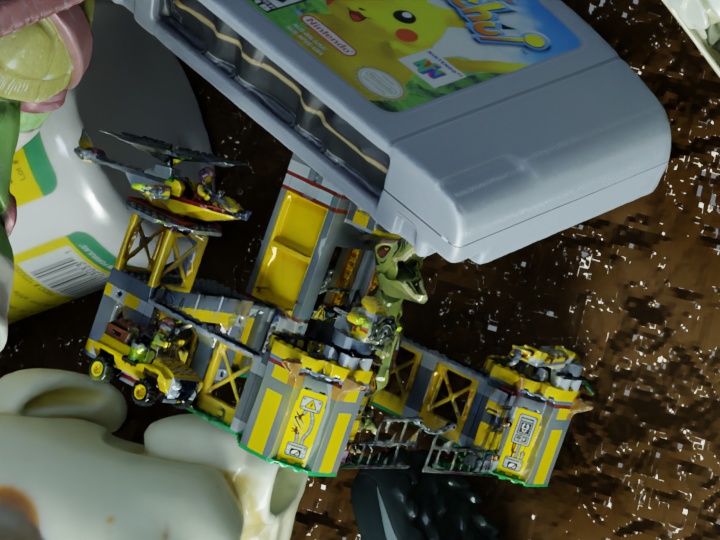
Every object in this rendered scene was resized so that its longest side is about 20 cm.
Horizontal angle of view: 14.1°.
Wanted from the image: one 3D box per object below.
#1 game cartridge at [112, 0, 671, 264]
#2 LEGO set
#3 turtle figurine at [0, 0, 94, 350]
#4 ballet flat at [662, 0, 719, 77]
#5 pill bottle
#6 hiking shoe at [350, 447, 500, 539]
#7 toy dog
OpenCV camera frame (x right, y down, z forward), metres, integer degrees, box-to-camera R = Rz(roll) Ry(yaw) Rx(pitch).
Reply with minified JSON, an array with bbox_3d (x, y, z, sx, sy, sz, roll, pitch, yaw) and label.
[{"bbox_3d":[0.012,-0.083,1.070,0.200,0.133,0.040,40,129,28],"label":"game cartridge"},{"bbox_3d":[0.000,0.000,1.061,0.154,0.200,0.116,27,102,44],"label":"LEGO set"},{"bbox_3d":[-0.170,-0.064,1.021,0.200,0.144,0.194,7,51,2],"label":"turtle figurine"},{"bbox_3d":[0.145,-0.085,1.009,0.069,0.069,0.200,-32,102,23],"label":"ballet flat"},{"bbox_3d":[-0.169,-0.028,1.172,0.200,0.113,0.113,-21,82,24],"label":"pill bottle"},{"bbox_3d":[0.020,0.168,1.098,0.087,0.074,0.200,-14,92,29],"label":"hiking shoe"},{"bbox_3d":[-0.137,0.109,1.113,0.200,0.194,0.140,13,106,11],"label":"toy dog"}]
